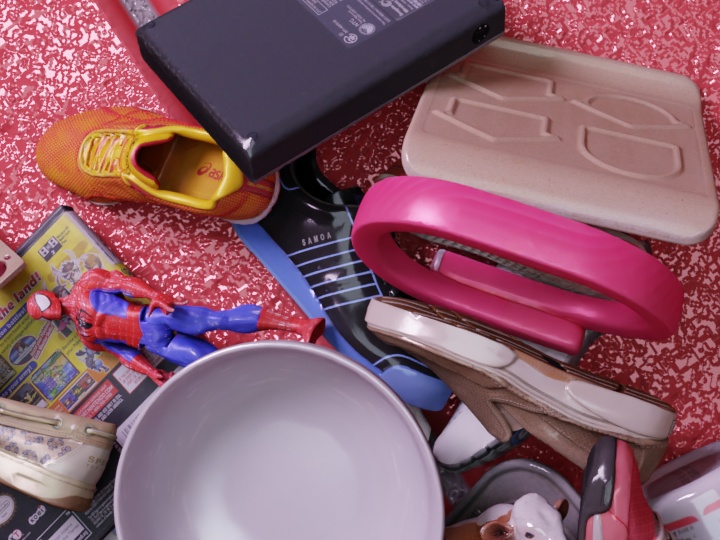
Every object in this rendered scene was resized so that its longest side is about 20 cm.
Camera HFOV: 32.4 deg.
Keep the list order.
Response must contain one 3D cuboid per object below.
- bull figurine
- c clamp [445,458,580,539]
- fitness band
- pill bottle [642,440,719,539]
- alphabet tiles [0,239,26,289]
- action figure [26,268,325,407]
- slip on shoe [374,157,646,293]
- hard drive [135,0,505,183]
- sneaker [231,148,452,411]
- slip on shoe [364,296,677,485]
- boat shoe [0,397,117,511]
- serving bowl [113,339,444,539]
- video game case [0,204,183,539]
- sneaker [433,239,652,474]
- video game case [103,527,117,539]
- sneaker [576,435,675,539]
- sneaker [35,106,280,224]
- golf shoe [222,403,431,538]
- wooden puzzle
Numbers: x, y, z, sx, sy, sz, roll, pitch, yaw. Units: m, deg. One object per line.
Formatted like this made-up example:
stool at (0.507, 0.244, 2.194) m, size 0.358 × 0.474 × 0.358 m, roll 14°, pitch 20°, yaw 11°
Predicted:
bull figurine at (0.060, 0.208, 0.776) m, size 0.198 × 0.065 × 0.124 m, roll -15°, pitch 84°, yaw 36°
c clamp at (0.111, 0.216, 0.792) m, size 0.200 × 0.027 × 0.172 m, roll -47°, pitch 72°, yaw 28°
fitness band at (0.091, -0.001, 0.729) m, size 0.197 × 0.144 × 0.038 m, roll 18°, pitch 72°, yaw 9°
pill bottle at (0.251, 0.216, 0.783) m, size 0.107 × 0.109 × 0.202 m, roll -26°, pitch 87°, yaw 4°
alphabet tiles at (-0.338, 0.004, 0.828) m, size 0.167 × 0.008 × 0.199 m, roll -44°, pitch 54°, yaw -16°
action figure at (-0.124, 0.039, 0.797) m, size 0.197 × 0.052 × 0.066 m, roll 12°, pitch 119°, yaw 13°
slip on shoe at (0.096, -0.040, 0.793) m, size 0.198 × 0.074 × 0.062 m, roll 22°, pitch 70°, yaw 37°
hard drive at (-0.026, -0.153, 0.793) m, size 0.198 × 0.033 × 0.140 m, roll -32°, pitch 58°, yaw -19°
sneaker at (0.000, 0.000, 0.815) m, size 0.200 × 0.070 × 0.078 m, roll 45°, pitch 111°, yaw 13°
slip on shoe at (0.090, 0.074, 0.752) m, size 0.197 × 0.076 × 0.061 m, roll 22°, pitch 97°, yaw -1°
boat shoe at (-0.254, 0.090, 0.810) m, size 0.198 × 0.073 × 0.063 m, roll 25°, pitch 83°, yaw 2°
serving bowl at (-0.045, 0.137, 0.751) m, size 0.196 × 0.066 × 0.204 m, roll 1°, pitch 96°, yaw 8°
video game case at (-0.210, 0.090, 0.851) m, size 0.200 × 0.025 × 0.181 m, roll -45°, pitch 86°, yaw 3°
sneaker at (0.109, 0.046, 0.828) m, size 0.087 × 0.075 × 0.201 m, roll 36°, pitch 85°, yaw 17°
video game case at (-0.183, 0.141, 0.868) m, size 0.140 × 0.018 × 0.204 m, roll -1°, pitch 89°, yaw 4°
sneaker at (0.174, 0.185, 0.709) m, size 0.085 × 0.074 × 0.203 m, roll -8°, pitch 106°, yaw 15°
sneaker at (-0.145, -0.079, 0.823) m, size 0.197 × 0.077 × 0.074 m, roll 8°, pitch 84°, yaw 30°
golf shoe at (-0.032, 0.155, 0.829) m, size 0.097 × 0.078 × 0.201 m, roll 37°, pitch 93°, yaw -1°
wooden puzzle at (0.126, -0.081, 0.780) m, size 0.182 × 0.201 × 0.047 m, roll 13°, pitch 123°, yaw 5°
